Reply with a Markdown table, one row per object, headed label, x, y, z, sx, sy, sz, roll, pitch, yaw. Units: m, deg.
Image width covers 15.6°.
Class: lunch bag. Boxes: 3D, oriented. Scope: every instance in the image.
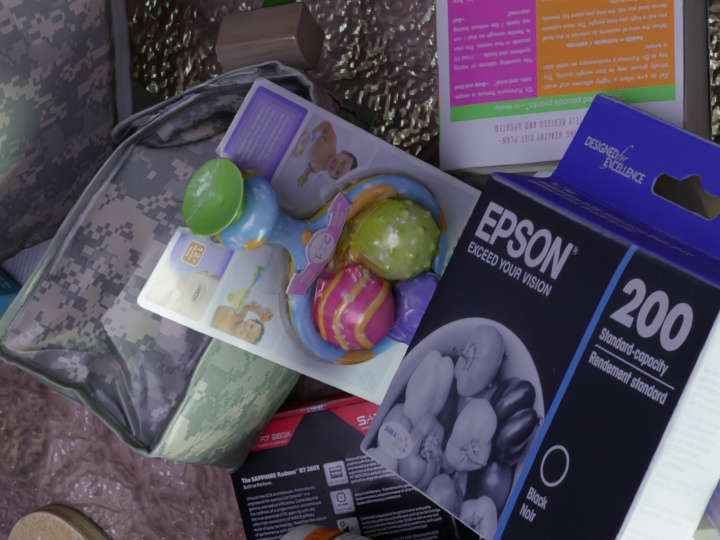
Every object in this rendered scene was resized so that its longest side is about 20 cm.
| label | x | y | z | sx | sy | sz | roll | pitch | yaw |
| --- | --- | --- | --- | --- | --- | --- | --- | --- | --- |
| lunch bag | -0.070 | -0.012 | 1.296 | 0.117 | 0.164 | 0.201 | 33 | 91 | 14 |
| lunch bag | -0.201 | -0.091 | 1.268 | 0.118 | 0.164 | 0.200 | 49 | 151 | 23 |

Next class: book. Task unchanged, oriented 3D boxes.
| label | x | y | z | sx | sy | sz | roll | pitch | yaw |
| --- | --- | --- | --- | --- | --- | --- | --- | --- | --- |
| book | 0.099 | -0.150 | 1.271 | 0.133 | 0.048 | 0.201 | -2 | 85 | 24 |

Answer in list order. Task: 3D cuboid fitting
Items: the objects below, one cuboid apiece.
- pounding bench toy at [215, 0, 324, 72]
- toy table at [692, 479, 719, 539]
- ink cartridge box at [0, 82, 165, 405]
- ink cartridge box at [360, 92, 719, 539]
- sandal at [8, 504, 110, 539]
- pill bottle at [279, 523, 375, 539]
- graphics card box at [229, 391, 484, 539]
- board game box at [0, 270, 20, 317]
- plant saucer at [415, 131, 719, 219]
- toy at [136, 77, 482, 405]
| label | x | y | z | sx | sy | sz | roll | pitch | yaw |
| --- | --- | --- | --- | --- | --- | --- | --- | --- | --- |
| pounding bench toy | -0.041 | -0.212 | 1.286 | 0.124 | 0.156 | 0.201 | 2 | 120 | 22 |
| toy table | 0.174 | 0.091 | 1.164 | 0.200 | 0.117 | 0.184 | -52 | 33 | 3 |
| ink cartridge box | -0.183 | -0.041 | 1.440 | 0.200 | 0.057 | 0.163 | 30 | 111 | 37 |
| ink cartridge box | 0.100 | 0.028 | 1.140 | 0.198 | 0.043 | 0.201 | 30 | 96 | 57 |
| sandal | -0.123 | 0.215 | 1.434 | 0.211 | 0.070 | 0.078 | 40 | 112 | 12 |
| pill bottle | 0.047 | 0.201 | 1.281 | 0.199 | 0.114 | 0.115 | 13 | 104 | 20 |
| graphics card box | 0.010 | 0.162 | 1.379 | 0.125 | 0.051 | 0.201 | -13 | 92 | 24 |
| board game box | -0.299 | -0.005 | 1.378 | 0.151 | 0.200 | 0.047 | 39 | 116 | 29 |
| plant saucer | 0.097 | 0.006 | 1.300 | 0.199 | 0.029 | 0.201 | -1 | 85 | 16 |
| toy | 0.000 | 0.000 | 1.212 | 0.047 | 0.200 | 0.116 | 33 | 96 | 47 |
